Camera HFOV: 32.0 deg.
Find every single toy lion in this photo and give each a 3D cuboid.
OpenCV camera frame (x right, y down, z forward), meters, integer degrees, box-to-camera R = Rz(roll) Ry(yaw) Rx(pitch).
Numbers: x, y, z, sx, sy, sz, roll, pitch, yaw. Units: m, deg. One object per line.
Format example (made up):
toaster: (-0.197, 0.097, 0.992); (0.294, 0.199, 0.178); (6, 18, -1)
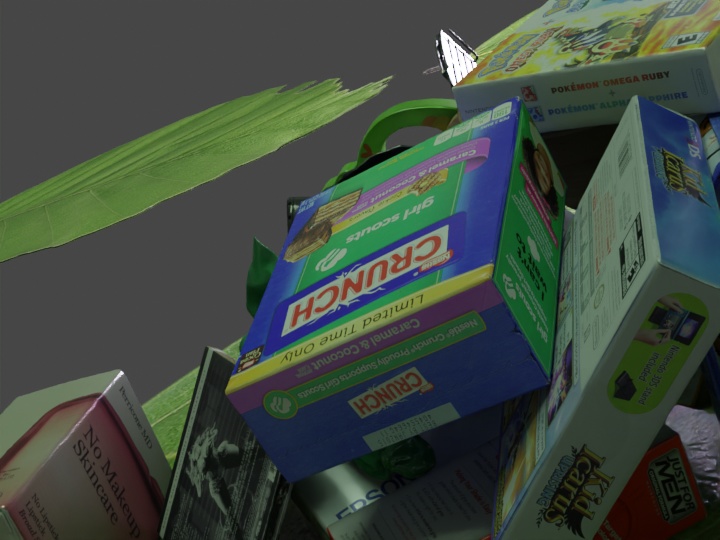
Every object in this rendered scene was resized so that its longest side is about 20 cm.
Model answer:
toy lion: (0.043, -0.064, 1.212); (0.189, 0.203, 0.069); (1, 24, 12)

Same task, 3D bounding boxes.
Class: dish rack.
dish rack: (0.149, -0.146, 1.127); (0.055, 0.199, 0.154); (-44, 23, 21)

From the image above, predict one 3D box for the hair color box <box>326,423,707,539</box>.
hair color box: (0.088, 0.147, 0.734); (0.198, 0.062, 0.102); (-27, 18, -7)

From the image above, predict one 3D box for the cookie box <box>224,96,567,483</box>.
cookie box: (0.028, 0.006, 0.723); (0.170, 0.076, 0.201); (-24, 26, 25)

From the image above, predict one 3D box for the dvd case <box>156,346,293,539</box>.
dvd case: (-0.093, 0.145, 0.881); (0.016, 0.151, 0.199); (14, 1, -26)

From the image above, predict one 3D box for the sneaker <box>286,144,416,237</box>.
sneaker: (0.000, -0.002, 0.931); (0.103, 0.202, 0.060); (-6, 44, -3)

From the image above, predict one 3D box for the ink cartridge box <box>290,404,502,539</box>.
ink cartridge box: (0.027, 0.098, 0.887); (0.195, 0.044, 0.200); (-30, 40, -16)

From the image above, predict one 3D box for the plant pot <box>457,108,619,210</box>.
plant pot: (0.175, -0.106, 0.894); (0.198, 0.094, 0.202); (-19, 26, 9)

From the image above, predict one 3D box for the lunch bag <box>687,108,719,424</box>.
lunch bag: (0.237, 0.000, 0.738); (0.122, 0.202, 0.170); (-18, 19, 16)

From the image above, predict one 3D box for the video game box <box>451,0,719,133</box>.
video game box: (0.183, -0.156, 0.816); (0.181, 0.047, 0.200); (-5, 29, 42)

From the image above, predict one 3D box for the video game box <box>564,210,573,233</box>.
video game box: (0.084, -0.020, 1.072); (0.180, 0.048, 0.199); (-15, -13, 22)

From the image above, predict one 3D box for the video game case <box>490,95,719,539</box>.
video game case: (0.127, 0.029, 0.661); (0.045, 0.183, 0.201); (22, 30, -3)

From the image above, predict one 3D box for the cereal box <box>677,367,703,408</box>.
cereal box: (0.136, 0.030, 0.889); (0.197, 0.040, 0.144); (13, 22, 3)

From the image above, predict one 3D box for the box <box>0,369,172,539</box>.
box: (-0.233, 0.183, 0.936); (0.108, 0.129, 0.200); (-16, 19, 20)

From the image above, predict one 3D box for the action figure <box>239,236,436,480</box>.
action figure: (-0.015, 0.074, 0.834); (0.054, 0.119, 0.200); (-21, 42, -24)
